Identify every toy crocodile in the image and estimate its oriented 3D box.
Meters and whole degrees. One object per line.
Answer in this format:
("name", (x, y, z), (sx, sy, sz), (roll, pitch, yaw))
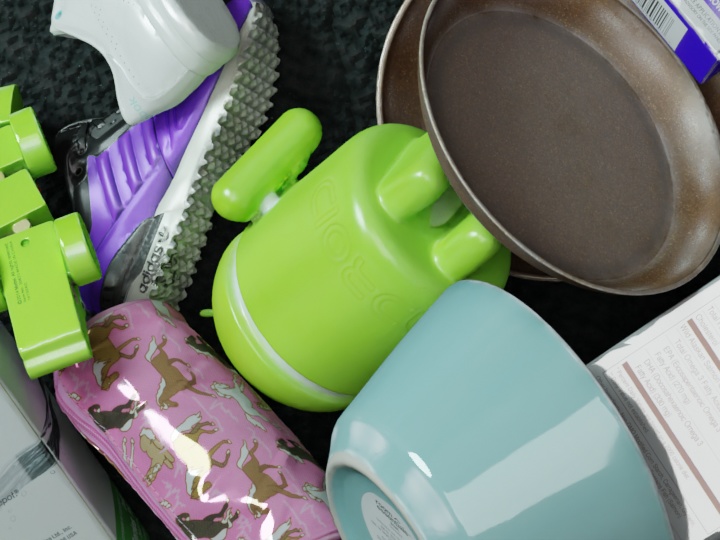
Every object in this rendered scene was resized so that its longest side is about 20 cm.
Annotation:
("toy crocodile", (-0.184, -0.024, 1.590), (0.067, 0.062, 0.200), (-23, 55, -2))

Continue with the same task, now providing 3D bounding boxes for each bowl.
("bowl", (0.057, 0.117, 1.454), (0.105, 0.201, 0.201), (-30, 85, -20))

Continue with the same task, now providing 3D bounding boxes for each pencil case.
("pencil case", (-0.081, 0.103, 1.559), (0.200, 0.086, 0.083), (48, 110, 28))

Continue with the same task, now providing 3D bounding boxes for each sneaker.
("sneaker", (-0.120, -0.070, 1.638), (0.099, 0.070, 0.201), (24, 89, 16))
("sneaker", (-0.144, -0.170, 1.622), (0.088, 0.075, 0.200), (-42, 57, 25))

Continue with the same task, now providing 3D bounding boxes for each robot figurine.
("robot figurine", (0.000, 0.000, 1.577), (0.175, 0.116, 0.200), (45, 127, -8))

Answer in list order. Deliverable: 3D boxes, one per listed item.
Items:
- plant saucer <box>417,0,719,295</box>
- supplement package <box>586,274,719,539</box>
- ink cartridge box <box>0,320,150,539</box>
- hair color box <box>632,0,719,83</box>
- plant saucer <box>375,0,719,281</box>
("plant saucer", (0.106, -0.071, 1.536), (0.201, 0.200, 0.032), (55, 136, 5))
("supplement package", (0.186, 0.077, 1.573), (0.200, 0.117, 0.118), (-34, 83, 5))
("ink cartridge box", (-0.222, 0.123, 1.598), (0.146, 0.083, 0.200), (-28, 116, 6))
("hair color box", (0.229, -0.206, 1.579), (0.200, 0.065, 0.109), (-39, 85, -9))
("plant saucer", (0.109, -0.094, 1.626), (0.199, 0.037, 0.201), (0, 89, 8))
